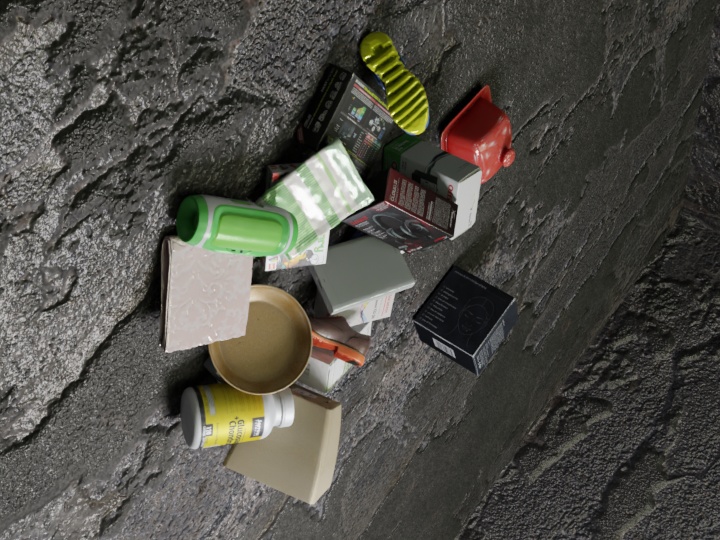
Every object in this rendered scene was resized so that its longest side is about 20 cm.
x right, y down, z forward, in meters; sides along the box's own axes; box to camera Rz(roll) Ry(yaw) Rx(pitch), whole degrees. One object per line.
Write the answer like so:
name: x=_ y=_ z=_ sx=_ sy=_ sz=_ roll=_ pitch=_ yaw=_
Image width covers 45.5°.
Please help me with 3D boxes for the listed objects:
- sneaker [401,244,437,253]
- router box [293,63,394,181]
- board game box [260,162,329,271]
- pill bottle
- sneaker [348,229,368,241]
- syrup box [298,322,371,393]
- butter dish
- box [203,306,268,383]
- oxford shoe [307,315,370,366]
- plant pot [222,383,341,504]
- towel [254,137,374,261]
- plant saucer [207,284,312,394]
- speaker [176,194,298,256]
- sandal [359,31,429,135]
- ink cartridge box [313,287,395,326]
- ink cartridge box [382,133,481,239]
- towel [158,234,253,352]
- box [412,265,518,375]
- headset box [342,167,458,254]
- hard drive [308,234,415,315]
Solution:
sneaker: x=0.131 y=-0.068 z=1.987 sx=0.200 sy=0.070 sz=0.100 roll=-45 pitch=141 yaw=-35
router box: x=-0.022 y=-0.271 z=1.594 sx=0.151 sy=0.062 sz=0.199 roll=-62 pitch=150 yaw=2
board game box: x=-0.115 y=-0.099 z=1.572 sx=0.124 sy=0.035 sz=0.203 roll=-8 pitch=124 yaw=-24
pill bottle: x=-0.228 y=0.263 z=1.599 sx=0.197 sy=0.112 sz=0.114 roll=-4 pitch=122 yaw=-26
sneaker: x=0.034 y=-0.036 z=1.866 sx=0.079 sy=0.075 sz=0.200 roll=-61 pitch=152 yaw=-6
syrup box: x=-0.055 y=0.168 z=1.853 sx=0.200 sy=0.080 sz=0.080 roll=-44 pitch=149 yaw=-51
butter dish: x=0.289 y=-0.284 z=1.980 sx=0.200 sy=0.147 sz=0.201 roll=-46 pitch=146 yaw=-24
box: x=-0.211 y=0.176 z=1.692 sx=0.157 sy=0.041 sz=0.201 roll=-52 pitch=148 yaw=-17
oxford shoe: x=-0.071 y=0.120 z=1.746 sx=0.073 sy=0.198 sz=0.071 roll=-64 pitch=-169 yaw=-19
plant pot: x=-0.136 y=0.335 z=1.747 sx=0.200 sy=0.197 sz=0.180 roll=20 pitch=92 yaw=-81
towel: x=-0.085 y=-0.122 z=1.534 sx=0.199 sy=0.023 sz=0.153 roll=-35 pitch=129 yaw=-1
plant saucer: x=-0.188 y=0.129 z=1.591 sx=0.201 sy=0.200 sz=0.035 roll=-49 pitch=-172 yaw=-20
speaker: x=-0.201 y=-0.073 z=1.421 sx=0.198 sy=0.088 sz=0.090 roll=6 pitch=110 yaw=-42
sandal: x=0.071 y=-0.343 z=1.589 sx=0.079 sy=0.203 sz=0.087 roll=-25 pitch=174 yaw=8
ink cartridge box: x=0.007 y=0.049 z=1.810 sx=0.197 sy=0.068 sz=0.118 roll=-14 pitch=140 yaw=-23
ink cartridge box: x=0.145 y=-0.176 z=1.792 sx=0.083 sy=0.198 sz=0.148 roll=-34 pitch=140 yaw=-38
towel: x=-0.262 y=0.031 z=1.465 sx=0.199 sy=0.032 sz=0.195 roll=-8 pitch=107 yaw=-55
box: x=0.277 y=0.129 z=2.246 sx=0.197 sy=0.199 sz=0.124 roll=-51 pitch=150 yaw=-16
headset box: x=0.071 y=-0.118 z=1.696 sx=0.198 sy=0.148 sz=0.078 roll=24 pitch=65 yaw=-30
hard drive: x=0.000 y=0.000 z=1.739 sx=0.198 sy=0.133 sz=0.026 roll=-18 pitch=162 yaw=-28
